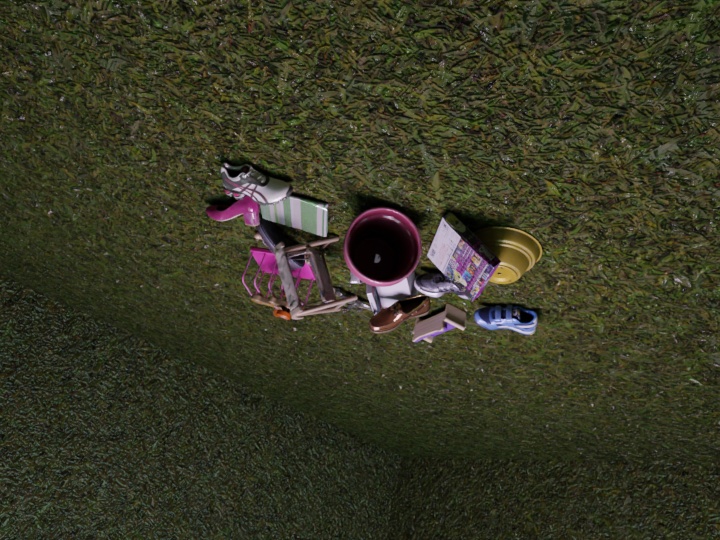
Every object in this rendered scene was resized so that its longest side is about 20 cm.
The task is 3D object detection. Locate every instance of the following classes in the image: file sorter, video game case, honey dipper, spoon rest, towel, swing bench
[{"bbox_3d":[-0.268,0.026,1.854,0.197,0.127,0.139,8,152,15],"label":"file sorter"},{"bbox_3d":[0.261,-0.031,1.460,0.181,0.036,0.201,48,158,18],"label":"video game case"},{"bbox_3d":[0.041,0.056,1.725,0.017,0.145,0.201,-7,148,8],"label":"video game case"},{"bbox_3d":[-0.239,-0.070,1.763,0.198,0.038,0.038,24,152,-8],"label":"honey dipper"},{"bbox_3d":[0.000,0.000,1.714,0.060,0.101,0.200,7,167,-1],"label":"spoon rest"},{"bbox_3d":[-0.185,-0.165,1.574,0.197,0.024,0.153,16,152,4],"label":"towel"},{"bbox_3d":[-0.143,0.023,1.622,0.198,0.202,0.130,-9,166,-31],"label":"swing bench"}]

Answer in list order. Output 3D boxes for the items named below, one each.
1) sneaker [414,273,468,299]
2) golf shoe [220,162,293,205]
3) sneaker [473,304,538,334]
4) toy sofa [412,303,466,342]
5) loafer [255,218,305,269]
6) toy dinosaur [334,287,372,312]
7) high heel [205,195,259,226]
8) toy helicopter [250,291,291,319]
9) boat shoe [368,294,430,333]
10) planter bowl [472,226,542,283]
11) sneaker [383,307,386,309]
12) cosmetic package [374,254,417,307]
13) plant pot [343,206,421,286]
[{"bbox_3d":[0.254,0.023,1.624,0.197,0.076,0.114,7,151,6],"label":"sneaker"},{"bbox_3d":[-0.272,-0.224,1.458,0.197,0.078,0.089,9,145,14],"label":"golf shoe"},{"bbox_3d":[0.449,0.141,1.735,0.197,0.075,0.083,6,150,4],"label":"sneaker"},{"bbox_3d":[0.262,0.193,1.901,0.082,0.099,0.200,27,150,-19],"label":"toy sofa"},{"bbox_3d":[-0.251,-0.070,1.700,0.062,0.072,0.200,-22,125,34],"label":"loafer"},{"bbox_3d":[-0.017,0.118,1.977,0.198,0.048,0.088,19,146,-12],"label":"toy dinosaur"},{"bbox_3d":[-0.370,-0.189,1.613,0.198,0.067,0.097,16,122,32],"label":"high heel"},{"bbox_3d":[-0.265,0.110,1.819,0.198,0.080,0.132,13,165,29],"label":"toy helicopter"},{"bbox_3d":[0.113,0.119,1.676,0.198,0.072,0.068,-24,148,-8],"label":"boat shoe"},{"bbox_3d":[0.365,-0.023,1.465,0.197,0.084,0.201,12,152,7],"label":"planter bowl"},{"bbox_3d":[0.109,0.149,1.920,0.069,0.083,0.201,6,151,18],"label":"sneaker"},{"bbox_3d":[0.107,0.036,1.714,0.111,0.082,0.201,5,151,18],"label":"cosmetic package"},{"bbox_3d":[0.047,-0.048,1.497,0.197,0.203,0.179,18,167,-4],"label":"plant pot"}]
